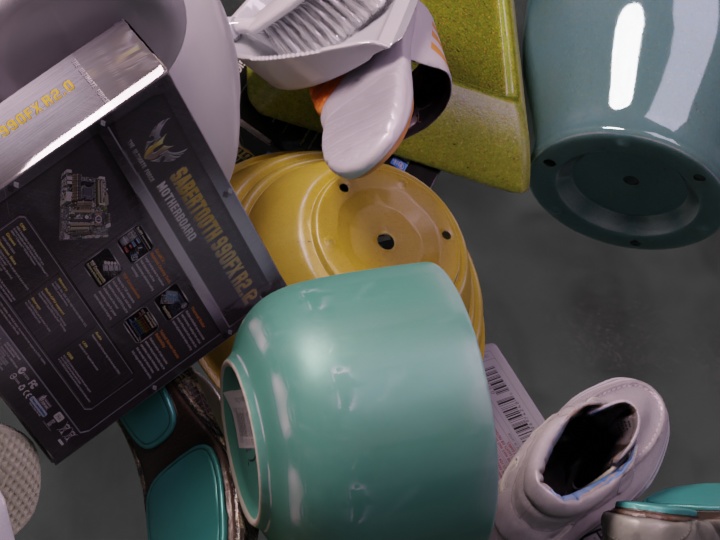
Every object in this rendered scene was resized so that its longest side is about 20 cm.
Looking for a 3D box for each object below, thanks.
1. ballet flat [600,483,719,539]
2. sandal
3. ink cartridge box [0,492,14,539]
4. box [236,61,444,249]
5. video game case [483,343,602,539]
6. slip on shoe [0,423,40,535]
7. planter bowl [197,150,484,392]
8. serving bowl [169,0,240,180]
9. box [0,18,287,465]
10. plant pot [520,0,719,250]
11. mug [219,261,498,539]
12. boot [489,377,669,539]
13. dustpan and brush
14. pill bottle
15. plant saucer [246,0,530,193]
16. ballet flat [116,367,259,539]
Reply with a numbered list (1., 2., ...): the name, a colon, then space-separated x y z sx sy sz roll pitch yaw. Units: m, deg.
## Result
1. ballet flat: 0.187 0.162 1.396 0.200 0.067 0.064 2 91 -65
2. sandal: 0.015 -0.094 1.345 0.059 0.079 0.207 43 23 -22
3. ink cartridge box: -0.240 0.118 1.088 0.057 0.200 0.162 15 34 36
4. box: -0.015 -0.112 1.505 0.160 0.049 0.200 35 44 -8
5. video game case: 0.063 0.148 1.369 0.182 0.022 0.200 -17 67 -40
6. slip on shoe: -0.240 0.112 1.171 0.200 0.061 0.074 -10 104 -48
7. planter bowl: 0.000 0.000 1.351 0.200 0.083 0.201 13 58 -21
8. serving bowl: -0.113 -0.115 1.329 0.066 0.200 0.200 -12 62 -20
9. box: -0.137 -0.010 1.186 0.158 0.200 0.048 -37 54 -7
10. plant pot: 0.191 -0.125 1.559 0.200 0.200 0.188 25 60 -14
11. mug: -0.008 0.090 1.218 0.114 0.185 0.152 -9 41 -14
12. boot: 0.140 0.105 1.369 0.074 0.096 0.200 45 45 5
13. dustpan and brush: -0.053 -0.144 1.390 0.057 0.200 0.140 46 37 -22
14. pill bottle: -0.167 -0.180 1.200 0.116 0.116 0.200 3 46 -31
15. plant saucer: 0.026 -0.162 1.505 0.199 0.048 0.200 16 49 -23
16. ballet flat: -0.090 0.101 1.283 0.075 0.068 0.200 13 45 -51
